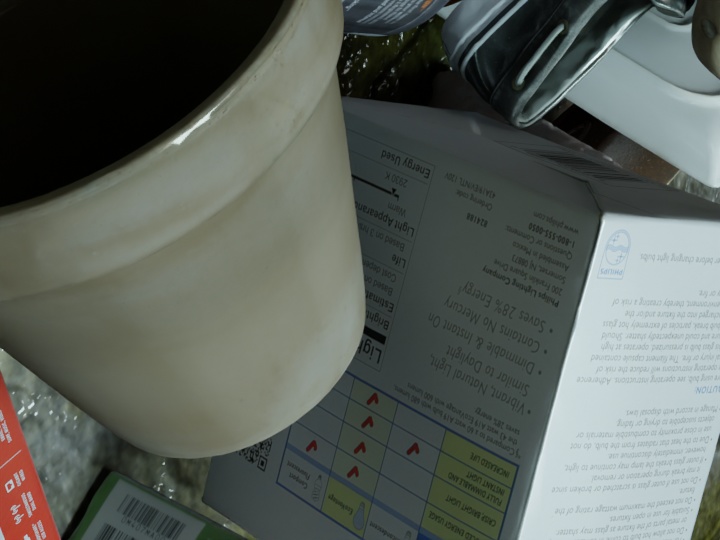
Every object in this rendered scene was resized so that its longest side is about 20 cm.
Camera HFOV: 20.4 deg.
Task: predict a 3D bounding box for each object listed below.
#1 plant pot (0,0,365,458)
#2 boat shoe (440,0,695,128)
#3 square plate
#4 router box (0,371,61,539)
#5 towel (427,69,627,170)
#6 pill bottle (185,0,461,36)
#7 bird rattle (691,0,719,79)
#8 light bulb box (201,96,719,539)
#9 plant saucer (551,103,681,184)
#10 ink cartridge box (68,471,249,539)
[{"bbox_3d":[-0.081,-0.027,0.755,0.200,0.199,0.174,-51,136,-28],"label":"plant pot"},{"bbox_3d":[0.130,-0.143,0.931,0.200,0.071,0.072,-42,159,17],"label":"boat shoe"},{"bbox_3d":[0.160,-0.141,1.072,0.200,0.197,0.029,-35,151,-42],"label":"square plate"},{"bbox_3d":[-0.206,0.125,0.798,0.179,0.049,0.201,-45,138,-35],"label":"router box"},{"bbox_3d":[0.070,0.011,1.033,0.032,0.200,0.193,1,109,-24],"label":"towel"},{"bbox_3d":[-0.016,-0.159,0.885,0.199,0.106,0.107,-2,107,-55],"label":"pill bottle"},{"bbox_3d":[0.217,-0.150,0.946,0.162,0.113,0.200,-29,160,-21],"label":"bird rattle"},{"bbox_3d":[0.050,0.045,0.886,0.124,0.198,0.202,3,107,-42],"label":"light bulb box"},{"bbox_3d":[0.123,-0.057,1.111,0.037,0.200,0.201,45,61,-10],"label":"plant saucer"},{"bbox_3d":[-0.058,0.181,0.993,0.060,0.103,0.200,-57,145,-15],"label":"ink cartridge box"}]
